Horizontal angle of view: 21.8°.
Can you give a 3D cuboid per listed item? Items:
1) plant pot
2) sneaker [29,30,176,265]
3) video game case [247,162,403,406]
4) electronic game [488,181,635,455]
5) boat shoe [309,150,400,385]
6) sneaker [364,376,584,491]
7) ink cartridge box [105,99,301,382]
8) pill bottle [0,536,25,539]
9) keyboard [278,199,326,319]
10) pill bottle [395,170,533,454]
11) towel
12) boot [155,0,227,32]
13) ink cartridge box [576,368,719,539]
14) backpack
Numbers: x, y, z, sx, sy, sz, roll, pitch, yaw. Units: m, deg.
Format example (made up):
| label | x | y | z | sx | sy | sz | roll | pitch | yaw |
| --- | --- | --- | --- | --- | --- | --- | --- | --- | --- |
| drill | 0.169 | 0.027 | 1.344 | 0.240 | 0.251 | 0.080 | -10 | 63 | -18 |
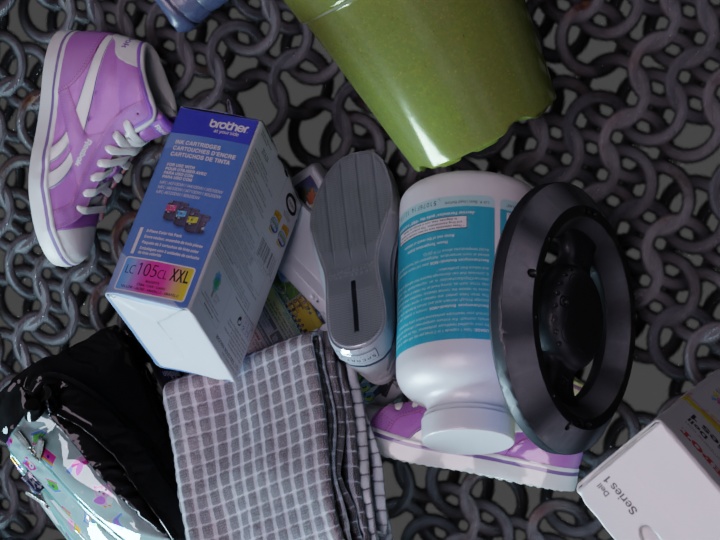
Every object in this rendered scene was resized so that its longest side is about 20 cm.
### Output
| label | x | y | z | sx | sy | sz | roll | pitch | yaw |
| --- | --- | --- | --- | --- | --- | --- | --- | --- | --- |
| plant pot | 0.054 | -0.184 | 1.412 | 0.200 | 0.200 | 0.190 | -25 | 100 | 24 |
| sneaker | -0.213 | -0.098 | 1.578 | 0.114 | 0.073 | 0.201 | 8 | 100 | 19 |
| video game case | -0.054 | 0.042 | 1.562 | 0.182 | 0.022 | 0.200 | -33 | 82 | 23 |
| electronic game | 0.149 | 0.035 | 1.376 | 0.042 | 0.200 | 0.201 | -3 | 96 | 34 |
| boat shoe | 0.000 | 0.000 | 1.481 | 0.073 | 0.067 | 0.200 | -7 | 53 | 15 |
| sneaker | 0.084 | 0.103 | 1.491 | 0.200 | 0.073 | 0.115 | 8 | 92 | 17 |
| ink cartridge box | -0.113 | -0.033 | 1.457 | 0.076 | 0.137 | 0.200 | 13 | 66 | 19 |
| pill bottle | -0.292 | 0.308 | 1.654 | 0.200 | 0.106 | 0.106 | 33 | 109 | 16 |
| keyboard | -0.067 | -0.038 | 1.542 | 0.200 | 0.011 | 0.056 | 46 | 106 | 12 |
| pill bottle | 0.082 | 0.034 | 1.415 | 0.111 | 0.111 | 0.200 | -8 | 66 | 24 |
| towel | -0.068 | 0.154 | 1.482 | 0.165 | 0.085 | 0.200 | -24 | 68 | 35 |
| boot | -0.172 | -0.296 | 1.539 | 0.090 | 0.073 | 0.200 | -38 | 82 | 17 |
| ink cartridge box | 0.255 | 0.165 | 1.346 | 0.084 | 0.200 | 0.145 | -44 | 80 | 22 |
| backpack | -0.203 | 0.160 | 1.582 | 0.200 | 0.167 | 0.127 | 51 | 132 | 6 |
